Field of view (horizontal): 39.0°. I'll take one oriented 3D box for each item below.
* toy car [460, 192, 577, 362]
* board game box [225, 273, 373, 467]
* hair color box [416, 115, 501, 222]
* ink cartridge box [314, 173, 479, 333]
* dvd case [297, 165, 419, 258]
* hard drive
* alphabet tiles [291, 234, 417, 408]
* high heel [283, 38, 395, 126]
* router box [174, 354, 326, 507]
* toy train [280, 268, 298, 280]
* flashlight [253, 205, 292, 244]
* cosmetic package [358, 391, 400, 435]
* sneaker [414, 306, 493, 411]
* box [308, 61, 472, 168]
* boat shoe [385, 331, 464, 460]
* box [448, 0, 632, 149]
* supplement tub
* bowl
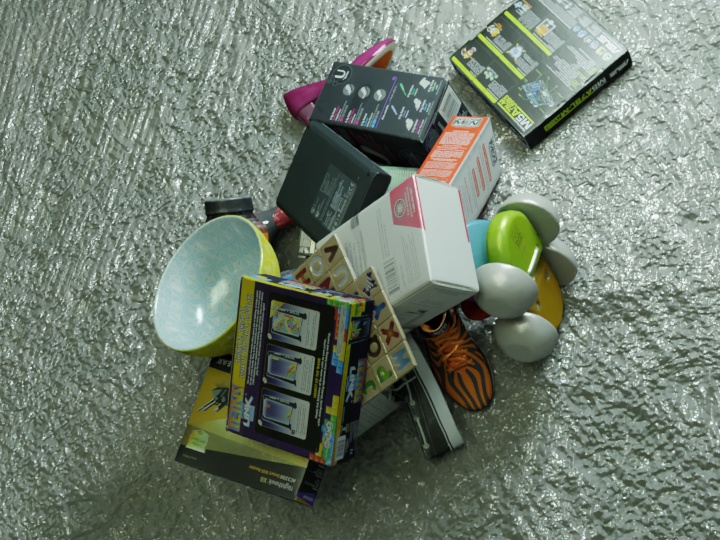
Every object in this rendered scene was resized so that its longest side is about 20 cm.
[{"bbox_3d":[0.183,0.008,1.308,0.149,0.200,0.175,0,50,32],"label":"toy car"},{"bbox_3d":[-0.076,0.117,1.235,0.165,0.057,0.201,14,101,31],"label":"board game box"},{"bbox_3d":[0.127,-0.114,1.398,0.061,0.102,0.200,7,45,30],"label":"hair color box"},{"bbox_3d":[0.040,-0.005,1.262,0.200,0.083,0.147,-33,56,42],"label":"ink cartridge box"},{"bbox_3d":[0.011,-0.083,1.492,0.199,0.022,0.147,3,81,16],"label":"dvd case"},{"bbox_3d":[-0.044,-0.112,1.433,0.200,0.033,0.140,43,115,48],"label":"hard drive"},{"bbox_3d":[-0.021,0.065,1.246,0.167,0.008,0.201,-42,63,40],"label":"alphabet tiles"},{"bbox_3d":[-0.037,-0.315,1.625,0.200,0.067,0.096,-43,67,7],"label":"high heel"},{"bbox_3d":[-0.129,0.204,1.334,0.199,0.052,0.158,10,74,29],"label":"router box"},{"bbox_3d":[-0.075,0.061,1.413,0.086,0.200,0.115,-9,97,-8],"label":"toy train"},{"bbox_3d":[-0.108,-0.087,1.562,0.200,0.068,0.068,-29,68,12],"label":"flashlight"},{"bbox_3d":[-0.056,0.203,1.389,0.200,0.102,0.074,-38,57,8],"label":"cosmetic package"},{"bbox_3d":[0.108,0.095,1.319,0.077,0.112,0.201,-29,85,8],"label":"sneaker"},{"bbox_3d":[0.046,-0.226,1.516,0.199,0.122,0.106,16,76,30],"label":"box"},{"bbox_3d":[0.064,0.152,1.343,0.068,0.074,0.200,-26,88,-1],"label":"boat shoe"},{"bbox_3d":[0.261,-0.308,1.496,0.193,0.048,0.200,-42,58,7],"label":"box"},{"bbox_3d":[-0.183,-0.007,1.496,0.107,0.107,0.201,-5,95,24],"label":"supplement tub"},{"bbox_3d":[-0.174,0.038,1.378,0.200,0.108,0.201,-22,51,30],"label":"bowl"}]
